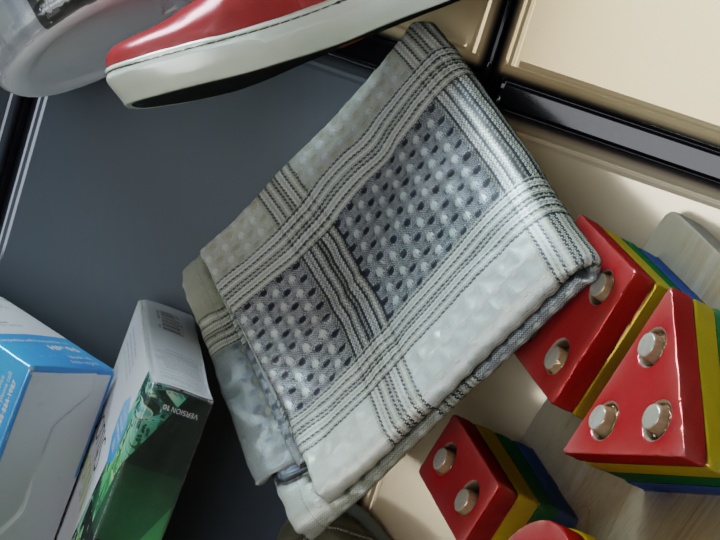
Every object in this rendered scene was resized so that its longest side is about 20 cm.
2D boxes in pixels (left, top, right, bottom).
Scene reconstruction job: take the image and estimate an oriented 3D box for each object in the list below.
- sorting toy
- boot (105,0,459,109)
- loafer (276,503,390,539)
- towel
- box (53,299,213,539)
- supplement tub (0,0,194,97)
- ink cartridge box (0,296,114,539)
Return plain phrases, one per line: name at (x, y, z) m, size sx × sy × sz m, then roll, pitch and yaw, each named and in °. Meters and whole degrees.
sorting toy at (0.106, 0.086, 0.792) m, size 0.069 × 0.199 × 0.201 m, roll 25°, pitch 105°, yaw -24°
boot at (-0.046, -0.169, 0.871) m, size 0.199 × 0.072 × 0.145 m, roll -23°, pitch 95°, yaw -8°
loafer at (0.021, 0.199, 0.897) m, size 0.200 × 0.070 × 0.075 m, roll 45°, pitch 107°, yaw 14°
towel at (0.000, 0.000, 0.871) m, size 0.200 × 0.034 × 0.193 m, roll -46°, pitch 47°, yaw 18°
box at (-0.127, 0.128, 0.917) m, size 0.036 × 0.144 × 0.201 m, roll 18°, pitch 101°, yaw -13°
supplement tub at (-0.172, -0.201, 0.929) m, size 0.122 × 0.122 × 0.201 m, roll -31°, pitch 80°, yaw 20°
ink cartridge box at (-0.236, 0.061, 0.982) m, size 0.199 × 0.068 × 0.117 m, roll 29°, pitch 102°, yaw 32°
